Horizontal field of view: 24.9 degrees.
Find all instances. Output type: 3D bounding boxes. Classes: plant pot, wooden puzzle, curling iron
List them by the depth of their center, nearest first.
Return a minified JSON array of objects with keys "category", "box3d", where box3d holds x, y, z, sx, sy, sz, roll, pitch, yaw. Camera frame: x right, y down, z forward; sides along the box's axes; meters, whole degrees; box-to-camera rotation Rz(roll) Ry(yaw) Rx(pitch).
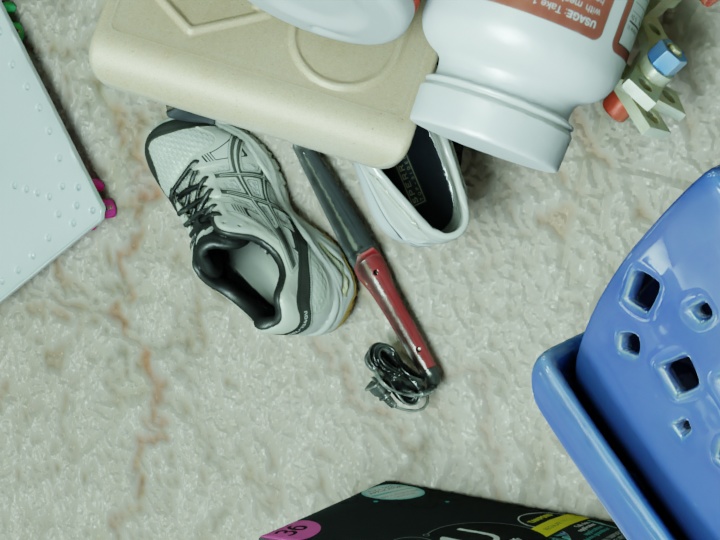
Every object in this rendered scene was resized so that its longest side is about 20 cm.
[{"category":"plant pot","box3d":[0.221,0.062,0.851,0.180,0.200,0.200,-46,72,35]},{"category":"wooden puzzle","box3d":[-0.036,-0.171,0.925,0.185,0.046,0.200,17,78,3]},{"category":"curling iron","box3d":[0.000,0.000,1.075,0.026,0.050,0.200,-37,70,51]}]

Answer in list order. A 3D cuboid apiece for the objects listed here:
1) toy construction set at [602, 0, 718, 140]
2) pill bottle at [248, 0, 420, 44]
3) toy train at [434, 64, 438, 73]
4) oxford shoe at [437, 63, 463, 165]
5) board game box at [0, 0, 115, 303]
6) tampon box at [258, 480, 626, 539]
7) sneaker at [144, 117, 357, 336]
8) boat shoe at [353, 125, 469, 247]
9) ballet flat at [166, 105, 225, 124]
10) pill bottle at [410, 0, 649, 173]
[{"category":"toy construction set","box3d":[0.204,-0.167,0.904,0.200,0.092,0.131,-41,74,18]},{"category":"pill bottle","box3d":[0.007,-0.231,0.859,0.112,0.112,0.200,14,75,30]},{"category":"toy train","box3d":[0.048,-0.213,0.987,0.150,0.056,0.200,-24,81,-4]},{"category":"oxford shoe","box3d":[0.010,-0.134,1.048,0.084,0.073,0.200,-11,97,62]},{"category":"board game box","box3d":[-0.296,-0.078,1.264,0.200,0.026,0.200,-35,77,30]},{"category":"tampon box","box3d":[0.059,0.217,1.001,0.200,0.150,0.127,5,99,32]},{"category":"sneaker","box3d":[-0.088,-0.035,1.102,0.200,0.088,0.076,45,118,22]},{"category":"boat shoe","box3d":[0.008,-0.104,0.967,0.200,0.072,0.066,68,162,-10]},{"category":"ballet flat","box3d":[-0.074,-0.130,1.067,0.200,0.073,0.073,-37,74,61]},{"category":"pill bottle","box3d":[0.099,-0.159,0.860,0.112,0.112,0.200,21,91,29]}]
